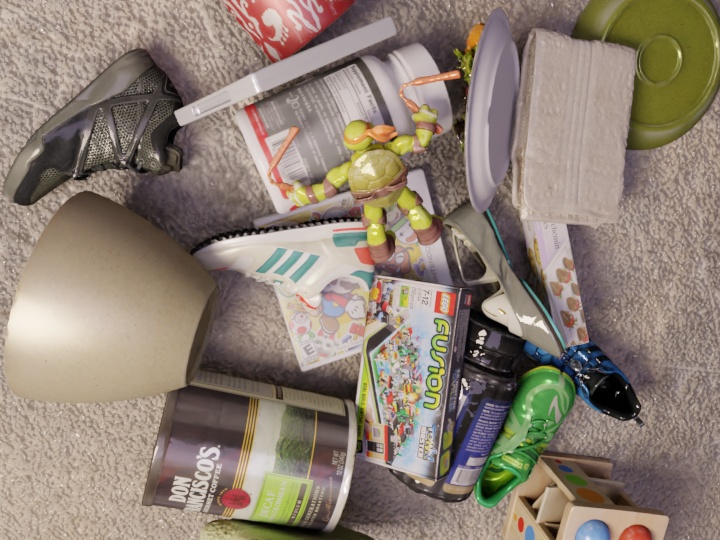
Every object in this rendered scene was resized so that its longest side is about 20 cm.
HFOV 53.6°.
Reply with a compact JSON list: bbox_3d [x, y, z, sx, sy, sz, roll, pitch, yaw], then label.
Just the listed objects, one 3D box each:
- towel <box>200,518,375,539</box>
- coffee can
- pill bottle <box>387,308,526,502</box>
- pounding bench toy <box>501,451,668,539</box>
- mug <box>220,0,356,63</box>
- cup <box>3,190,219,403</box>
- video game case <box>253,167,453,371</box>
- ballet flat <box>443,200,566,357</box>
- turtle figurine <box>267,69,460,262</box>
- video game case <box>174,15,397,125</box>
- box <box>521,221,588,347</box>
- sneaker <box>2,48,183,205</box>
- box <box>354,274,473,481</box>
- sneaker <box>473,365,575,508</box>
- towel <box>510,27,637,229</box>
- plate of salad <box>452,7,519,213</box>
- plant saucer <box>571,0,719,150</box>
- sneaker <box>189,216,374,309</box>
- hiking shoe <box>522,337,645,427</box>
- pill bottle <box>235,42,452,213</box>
[{"bbox_3d":[-0.058,0.299,0.767,0.199,0.148,0.037,23,74,-48],"label":"towel"},{"bbox_3d":[-0.118,0.192,0.768,0.198,0.146,0.148,13,100,-13],"label":"coffee can"},{"bbox_3d":[0.112,0.150,0.814,0.111,0.112,0.201,20,100,-13],"label":"pill bottle"},{"bbox_3d":[0.259,0.349,0.863,0.123,0.156,0.202,9,101,-12],"label":"pounding bench toy"},{"bbox_3d":[-0.085,-0.322,0.671,0.177,0.133,0.200,-38,109,2],"label":"mug"},{"bbox_3d":[-0.217,0.041,0.678,0.142,0.200,0.202,16,99,-3],"label":"cup"},{"bbox_3d":[0.000,0.000,0.810,0.198,0.023,0.183,-18,105,-5],"label":"video game case"},{"bbox_3d":[0.151,0.016,0.786,0.063,0.067,0.201,-27,71,2],"label":"ballet flat"},{"bbox_3d":[0.027,-0.088,0.671,0.199,0.065,0.162,-30,130,0],"label":"turtle figurine"},{"bbox_3d":[-0.076,-0.176,0.645,0.143,0.199,0.018,-31,108,-26],"label":"video game case"},{"bbox_3d":[0.214,-0.014,0.804,0.038,0.041,0.202,-9,86,-8],"label":"box"},{"bbox_3d":[-0.255,-0.115,0.712,0.199,0.076,0.114,-42,99,-4],"label":"sneaker"},{"bbox_3d":[0.053,0.110,0.766,0.109,0.035,0.202,7,91,31],"label":"box"},{"bbox_3d":[0.192,0.201,0.833,0.074,0.084,0.201,23,114,-2],"label":"sneaker"},{"bbox_3d":[0.230,-0.149,0.768,0.131,0.034,0.202,4,95,-19],"label":"towel"},{"bbox_3d":[0.124,-0.160,0.725,0.048,0.200,0.202,8,103,21],"label":"plate of salad"},{"bbox_3d":[0.334,-0.238,0.811,0.198,0.031,0.202,-2,102,-9],"label":"plant saucer"},{"bbox_3d":[-0.077,-0.001,0.747,0.198,0.070,0.094,-9,98,-11],"label":"sneaker"},{"bbox_3d":[0.258,0.103,0.844,0.199,0.087,0.075,36,94,-15],"label":"hiking shoe"},{"bbox_3d":[-0.016,-0.148,0.727,0.199,0.114,0.115,-24,105,-4],"label":"pill bottle"}]
